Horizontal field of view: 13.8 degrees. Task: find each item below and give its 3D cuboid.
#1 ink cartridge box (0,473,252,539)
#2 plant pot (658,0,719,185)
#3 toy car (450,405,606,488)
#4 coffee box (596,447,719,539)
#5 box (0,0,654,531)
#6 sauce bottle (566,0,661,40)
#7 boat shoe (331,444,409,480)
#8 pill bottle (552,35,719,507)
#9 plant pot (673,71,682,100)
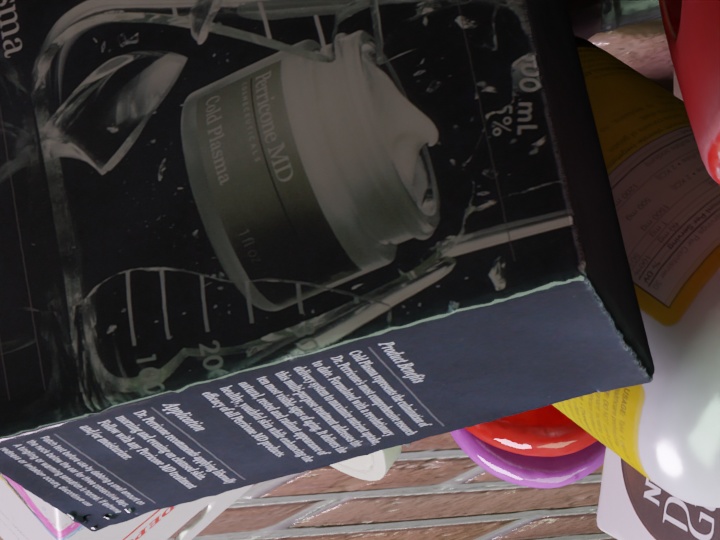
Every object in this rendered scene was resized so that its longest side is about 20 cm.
[{"bbox_3d":[-0.091,0.046,1.107,0.116,0.067,0.200,-39,158,-23],"label":"ink cartridge box"},{"bbox_3d":[0.172,-0.134,0.825,0.200,0.183,0.200,-11,166,-3],"label":"plant pot"},{"bbox_3d":[0.080,0.026,1.396,0.175,0.150,0.200,-12,165,-3],"label":"toy car"},{"bbox_3d":[0.249,0.044,1.316,0.200,0.200,0.198,-14,-150,-39],"label":"coffee box"},{"bbox_3d":[-0.030,-0.045,0.938,0.196,0.200,0.124,-15,160,9],"label":"box"},{"bbox_3d":[0.029,-0.096,1.083,0.200,0.066,0.066,-14,165,-3],"label":"sauce bottle"},{"bbox_3d":[-0.003,-0.001,1.113,0.060,0.072,0.202,-49,153,-28],"label":"boat shoe"},{"bbox_3d":[0.109,0.010,1.004,0.112,0.200,0.112,-30,140,-29],"label":"pill bottle"},{"bbox_3d":[0.206,-0.072,1.119,0.200,0.200,0.175,-6,180,-22],"label":"plant pot"}]
